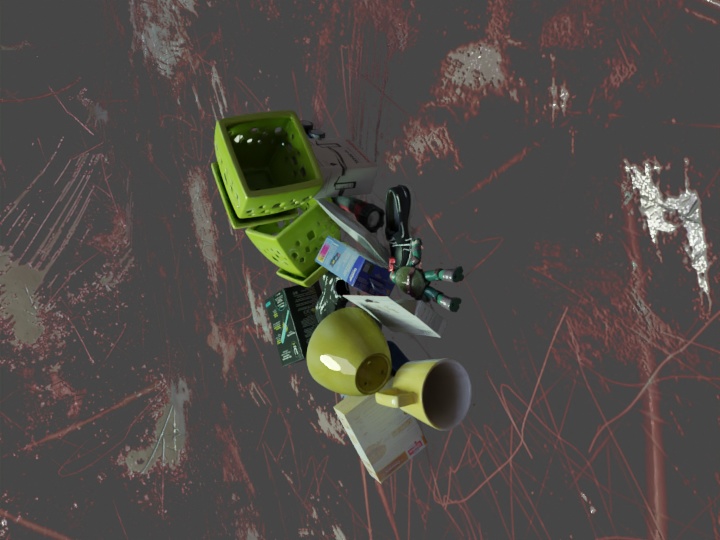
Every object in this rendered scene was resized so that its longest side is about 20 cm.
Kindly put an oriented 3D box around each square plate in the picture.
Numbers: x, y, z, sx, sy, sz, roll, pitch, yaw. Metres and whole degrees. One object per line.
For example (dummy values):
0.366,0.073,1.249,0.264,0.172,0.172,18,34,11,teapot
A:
-0.005,-0.090,1.669,0.029,0.198,0.199,-48,55,-2,square plate

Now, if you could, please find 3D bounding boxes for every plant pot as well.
-0.221,-0.215,1.564,0.204,0.195,0.182,66,149,18,plant pot
-0.156,-0.081,1.844,0.198,0.198,0.184,15,141,57,plant pot
-0.007,0.207,1.591,0.141,0.195,0.206,32,125,52,plant pot

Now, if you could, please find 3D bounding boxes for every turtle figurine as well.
0.134,0.019,1.550,0.197,0.100,0.153,19,130,39,turtle figurine

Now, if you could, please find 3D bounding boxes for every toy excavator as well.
-0.218,-0.346,1.872,0.194,0.196,0.102,41,130,41,toy excavator

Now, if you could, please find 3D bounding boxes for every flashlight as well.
-0.015,-0.154,1.755,0.199,0.067,0.069,30,97,52,flashlight

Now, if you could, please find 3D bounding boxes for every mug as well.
0.134,0.259,1.548,0.152,0.185,0.153,0,62,57,mug

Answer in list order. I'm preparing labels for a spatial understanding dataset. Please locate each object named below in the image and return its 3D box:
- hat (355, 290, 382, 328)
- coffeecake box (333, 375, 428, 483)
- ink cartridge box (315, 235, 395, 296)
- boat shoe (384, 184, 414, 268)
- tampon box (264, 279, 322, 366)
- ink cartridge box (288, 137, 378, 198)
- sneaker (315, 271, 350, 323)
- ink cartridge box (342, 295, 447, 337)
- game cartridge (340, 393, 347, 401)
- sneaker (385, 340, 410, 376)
0.013,0.156,1.757,0.201,0.078,0.207,-170,90,-89,hat
0.050,0.373,1.665,0.204,0.152,0.073,62,161,-15,coffeecake box
0.000,0.000,1.695,0.198,0.135,0.078,30,94,47,ink cartridge box
0.083,-0.098,1.622,0.075,0.059,0.206,19,114,52,boat shoe
-0.173,0.154,2.017,0.149,0.124,0.206,-27,78,55,tampon box
-0.076,-0.252,1.691,0.146,0.196,0.086,47,133,36,ink cartridge box
-0.070,0.082,1.894,0.090,0.075,0.206,27,122,45,sneaker
0.078,0.086,1.591,0.198,0.175,0.046,0,57,58,ink cartridge box
-0.029,0.244,1.878,0.130,0.037,0.205,-47,46,46,game cartridge
0.108,0.266,1.697,0.202,0.069,0.079,55,160,24,sneaker
